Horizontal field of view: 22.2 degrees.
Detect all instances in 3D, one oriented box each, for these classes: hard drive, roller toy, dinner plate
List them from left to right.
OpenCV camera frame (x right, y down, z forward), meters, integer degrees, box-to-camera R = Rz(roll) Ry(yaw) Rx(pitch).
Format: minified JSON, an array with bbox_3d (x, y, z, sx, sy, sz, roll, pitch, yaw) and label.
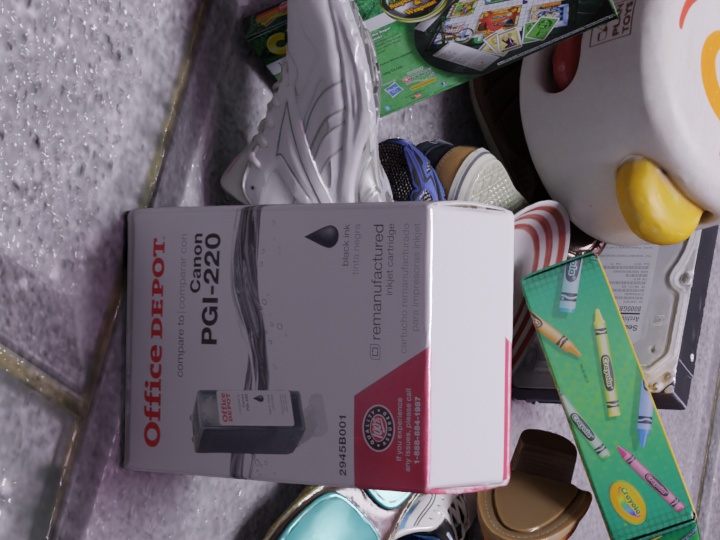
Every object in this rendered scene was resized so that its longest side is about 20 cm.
[{"bbox_3d":[0.078,0.037,1.246,0.200,0.024,0.200,-46,154,-29],"label":"dinner plate"},{"bbox_3d":[0.194,0.006,1.391,0.038,0.139,0.201,43,55,-50],"label":"hard drive"},{"bbox_3d":[0.212,-0.116,1.274,0.200,0.140,0.183,-21,94,-47],"label":"roller toy"}]

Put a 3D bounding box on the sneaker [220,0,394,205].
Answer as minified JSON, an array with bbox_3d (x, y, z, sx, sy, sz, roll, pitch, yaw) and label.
[{"bbox_3d":[-0.034,-0.074,1.044,0.078,0.099,0.201,-75,159,-75],"label":"sneaker"}]

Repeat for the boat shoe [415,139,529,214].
[{"bbox_3d":[0.074,-0.034,1.263,0.075,0.062,0.200,-61,157,-13],"label":"boat shoe"}]

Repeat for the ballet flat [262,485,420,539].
[{"bbox_3d":[-0.010,0.146,1.115,0.200,0.071,0.071,-48,131,-31],"label":"ballet flat"}]

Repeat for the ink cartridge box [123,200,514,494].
[{"bbox_3d":[-0.026,0.038,0.961,0.085,0.200,0.146,3,87,-54],"label":"ink cartridge box"}]

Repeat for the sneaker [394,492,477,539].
[{"bbox_3d":[0.044,0.177,1.202,0.200,0.072,0.072,-36,119,-57],"label":"sneaker"}]

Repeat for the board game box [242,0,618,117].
[{"bbox_3d":[0.042,-0.149,1.085,0.105,0.200,0.024,51,23,-48],"label":"board game box"}]

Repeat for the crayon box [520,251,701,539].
[{"bbox_3d":[0.172,0.103,1.248,0.119,0.058,0.200,60,11,-64],"label":"crayon box"}]

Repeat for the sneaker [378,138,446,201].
[{"bbox_3d":[0.000,0.000,1.132,0.078,0.075,0.200,46,50,-45],"label":"sneaker"}]

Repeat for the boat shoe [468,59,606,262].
[{"bbox_3d":[0.117,-0.097,1.343,0.075,0.075,0.203,-15,90,-16],"label":"boat shoe"}]

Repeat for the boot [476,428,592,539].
[{"bbox_3d":[0.109,0.209,1.259,0.200,0.073,0.155,-35,139,-72],"label":"boot"}]
